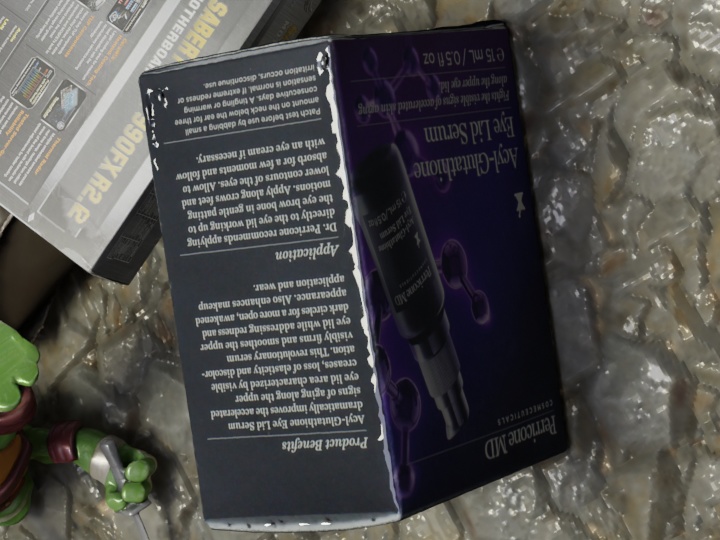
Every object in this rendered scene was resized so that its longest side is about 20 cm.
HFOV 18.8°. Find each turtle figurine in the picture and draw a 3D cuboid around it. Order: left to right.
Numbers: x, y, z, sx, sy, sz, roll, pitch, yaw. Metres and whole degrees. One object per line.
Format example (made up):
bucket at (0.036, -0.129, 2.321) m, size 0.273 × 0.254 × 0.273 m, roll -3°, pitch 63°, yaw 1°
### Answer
turtle figurine at (-0.173, 0.121, 1.062) m, size 0.144 × 0.194 × 0.200 m, roll -5°, pitch 63°, yaw 3°

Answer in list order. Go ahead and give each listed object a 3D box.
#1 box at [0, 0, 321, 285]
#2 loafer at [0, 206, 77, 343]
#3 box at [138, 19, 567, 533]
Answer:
box at (-0.119, -0.120, 1.011) m, size 0.158 × 0.048 × 0.200 m, roll 35°, pitch 94°, yaw 18°
loafer at (-0.155, -0.034, 1.080) m, size 0.071 × 0.073 × 0.200 m, roll 34°, pitch 115°, yaw 27°
box at (0.000, 0.000, 0.937) m, size 0.104 × 0.148 × 0.200 m, roll -7°, pitch 95°, yaw 34°
